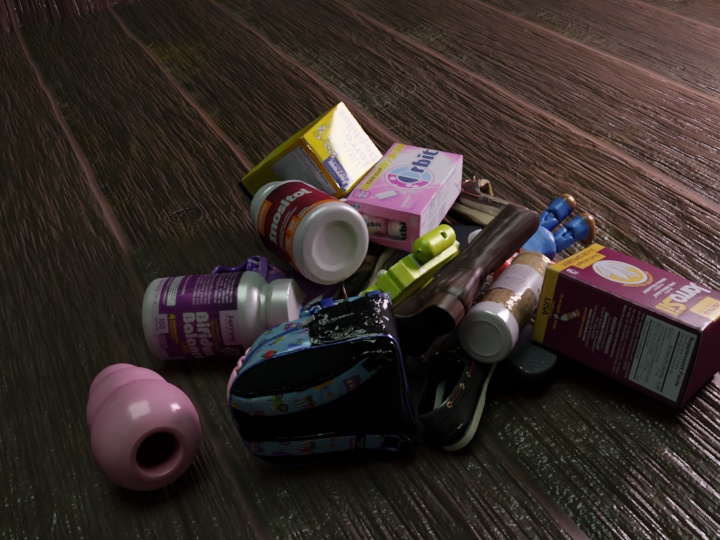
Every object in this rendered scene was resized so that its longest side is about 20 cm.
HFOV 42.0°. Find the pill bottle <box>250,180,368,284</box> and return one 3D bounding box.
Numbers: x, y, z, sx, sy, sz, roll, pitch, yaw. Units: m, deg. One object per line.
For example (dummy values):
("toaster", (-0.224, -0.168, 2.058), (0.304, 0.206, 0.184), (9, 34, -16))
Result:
("pill bottle", (-0.080, -0.062, 1.318), (0.112, 0.114, 0.200), (-22, 26, -22))

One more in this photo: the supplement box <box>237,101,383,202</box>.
("supplement box", (-0.080, -0.155, 1.452), (0.199, 0.109, 0.110), (-24, 19, 51))

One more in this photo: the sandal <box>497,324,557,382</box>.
("sandal", (0.194, 0.095, 1.201), (0.075, 0.043, 0.200), (-7, 21, -12))

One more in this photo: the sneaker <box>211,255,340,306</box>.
("sneaker", (-0.129, 0.021, 1.338), (0.197, 0.090, 0.081), (-7, 30, -1))

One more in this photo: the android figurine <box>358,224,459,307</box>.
("android figurine", (0.050, 0.016, 1.196), (0.041, 0.182, 0.199), (49, 40, 10))

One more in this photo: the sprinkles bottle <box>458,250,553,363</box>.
("sprinkles bottle", (0.184, 0.040, 1.155), (0.067, 0.069, 0.200), (9, 26, 25))

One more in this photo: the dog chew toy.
("dog chew toy", (-0.266, 0.172, 1.105), (0.123, 0.126, 0.200), (-22, 26, -22))

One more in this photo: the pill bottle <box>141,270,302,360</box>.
("pill bottle", (-0.182, 0.060, 1.258), (0.197, 0.114, 0.113), (-5, 31, 10))

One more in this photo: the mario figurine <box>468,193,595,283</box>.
("mario figurine", (0.231, -0.020, 1.327), (0.199, 0.107, 0.123), (-33, 32, -16))

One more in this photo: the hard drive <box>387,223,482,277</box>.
("hard drive", (0.110, -0.008, 1.372), (0.133, 0.043, 0.201), (5, 34, 20))

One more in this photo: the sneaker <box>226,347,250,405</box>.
("sneaker", (-0.075, 0.125, 1.184), (0.199, 0.080, 0.095), (-30, 49, -29))

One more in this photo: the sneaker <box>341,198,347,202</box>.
("sneaker", (0.005, -0.070, 1.449), (0.200, 0.078, 0.146), (-9, 19, 16))

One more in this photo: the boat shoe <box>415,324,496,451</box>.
("boat shoe", (0.115, 0.119, 1.120), (0.073, 0.063, 0.202), (-29, 24, 35))

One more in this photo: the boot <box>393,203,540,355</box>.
("boot", (0.119, 0.007, 1.144), (0.200, 0.064, 0.186), (-50, 13, -29))

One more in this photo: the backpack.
("backpack", (-0.046, 0.127, 1.065), (0.197, 0.184, 0.135), (-13, 35, 2))

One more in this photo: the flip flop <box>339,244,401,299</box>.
("flip flop", (0.000, 0.000, 1.328), (0.081, 0.058, 0.201), (-25, 24, 50))

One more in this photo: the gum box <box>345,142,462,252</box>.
("gum box", (0.065, -0.107, 1.373), (0.112, 0.067, 0.200), (13, 37, 19))

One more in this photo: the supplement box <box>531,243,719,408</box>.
("supplement box", (0.325, 0.060, 1.120), (0.199, 0.105, 0.130), (25, 29, 33))

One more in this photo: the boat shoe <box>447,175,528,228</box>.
("boat shoe", (0.181, -0.108, 1.466), (0.199, 0.072, 0.072), (31, 85, 40))

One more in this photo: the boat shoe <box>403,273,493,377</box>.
("boat shoe", (0.102, 0.044, 1.223), (0.073, 0.075, 0.201), (13, 56, 43))
